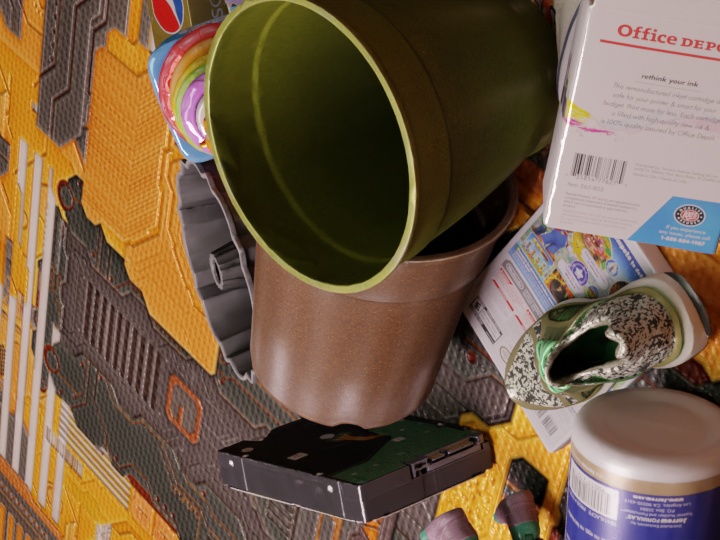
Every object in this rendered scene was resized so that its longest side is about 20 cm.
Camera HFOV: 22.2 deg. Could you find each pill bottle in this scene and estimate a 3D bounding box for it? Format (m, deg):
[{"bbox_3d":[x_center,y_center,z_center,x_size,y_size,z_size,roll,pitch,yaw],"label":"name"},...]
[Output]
[{"bbox_3d":[0.199,0.192,1.282,0.116,0.116,0.200,28,126,44],"label":"pill bottle"}]

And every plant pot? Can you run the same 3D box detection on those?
[{"bbox_3d":[0.033,-0.112,1.237,0.200,0.193,0.201,27,129,39],"label":"plant pot"},{"bbox_3d":[0.000,0.000,1.398,0.200,0.200,0.198,45,139,32],"label":"plant pot"}]

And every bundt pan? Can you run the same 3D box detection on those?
[{"bbox_3d":[-0.090,-0.010,1.578,0.202,0.076,0.202,163,90,-73],"label":"bundt pan"}]

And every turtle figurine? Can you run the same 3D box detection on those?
[{"bbox_3d":[0.129,0.270,1.390,0.101,0.150,0.200,-44,58,39],"label":"turtle figurine"}]

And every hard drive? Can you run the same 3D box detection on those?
[{"bbox_3d":[-0.006,0.157,1.517,0.200,0.140,0.038,4,108,51],"label":"hard drive"}]

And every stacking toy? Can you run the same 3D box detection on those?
[{"bbox_3d":[-0.105,-0.125,1.428,0.200,0.116,0.110,-99,-10,-71],"label":"stacking toy"}]

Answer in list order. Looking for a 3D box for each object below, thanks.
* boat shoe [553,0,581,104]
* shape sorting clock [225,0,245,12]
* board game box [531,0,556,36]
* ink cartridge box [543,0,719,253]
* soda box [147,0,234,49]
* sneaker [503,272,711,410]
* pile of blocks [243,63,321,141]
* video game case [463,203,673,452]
[{"bbox_3d":[0.158,-0.197,1.211,0.070,0.071,0.200,38,130,45],"label":"boat shoe"},{"bbox_3d":[-0.050,-0.228,1.494,0.200,0.039,0.200,26,125,45],"label":"shape sorting clock"},{"bbox_3d":[0.100,-0.229,1.299,0.135,0.034,0.200,-5,100,54],"label":"board game box"},{"bbox_3d":[0.188,-0.119,1.156,0.068,0.115,0.200,-80,-1,-58],"label":"ink cartridge box"},{"bbox_3d":[-0.147,-0.267,1.584,0.068,0.064,0.200,8,111,51],"label":"soda box"},{"bbox_3d":[0.148,0.057,1.281,0.200,0.089,0.077,-34,77,53],"label":"sneaker"},{"bbox_3d":[-0.029,-0.157,1.351,0.062,0.200,0.082,11,129,13],"label":"pile of blocks"},{"bbox_3d":[0.156,0.029,1.351,0.143,0.018,0.200,60,143,17],"label":"video game case"}]
